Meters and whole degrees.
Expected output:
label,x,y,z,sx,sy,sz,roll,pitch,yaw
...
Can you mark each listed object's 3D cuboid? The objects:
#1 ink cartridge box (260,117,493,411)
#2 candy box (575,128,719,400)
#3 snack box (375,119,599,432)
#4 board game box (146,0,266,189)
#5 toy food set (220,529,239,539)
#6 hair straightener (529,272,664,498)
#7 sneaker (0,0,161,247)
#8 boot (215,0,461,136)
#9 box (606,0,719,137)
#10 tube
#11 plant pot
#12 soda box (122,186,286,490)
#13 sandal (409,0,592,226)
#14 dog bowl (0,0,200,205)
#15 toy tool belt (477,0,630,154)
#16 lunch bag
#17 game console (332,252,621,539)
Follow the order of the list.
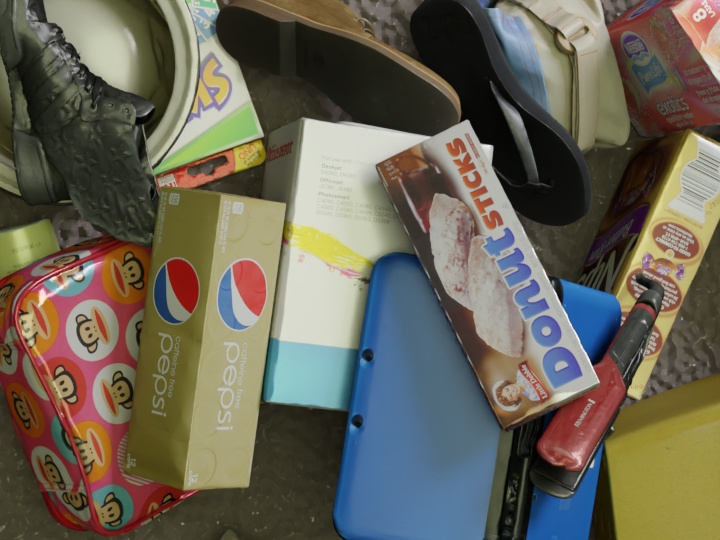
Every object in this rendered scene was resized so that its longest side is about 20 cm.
label,x,y,z,sx,sy,sz,roll,pitch,yaw
ink cartridge box,0.000,0.000,1.260,0.145,0.147,0.202,7,89,-12
candy box,0.214,-0.004,1.316,0.056,0.117,0.201,24,85,-9
snack box,0.083,0.002,1.141,0.072,0.024,0.201,-25,75,-1
board game box,-0.145,-0.163,1.299,0.095,0.030,0.201,-20,95,-9
toy food set,-0.053,0.306,1.301,0.199,0.060,0.144,32,96,-7
hair straightener,0.166,0.079,1.188,0.041,0.077,0.201,21,51,11
sneaker,-0.188,-0.114,1.182,0.103,0.060,0.201,-4,99,4
boot,-0.004,-0.165,1.271,0.199,0.074,0.076,28,47,15
box,0.257,-0.171,1.283,0.102,0.200,0.095,-36,96,-8
tube,-0.225,0.063,1.271,0.058,0.052,0.201,-11,98,28
plant pot,0.268,0.180,1.295,0.175,0.200,0.202,-7,91,1
soda box,-0.107,0.047,1.176,0.068,0.064,0.202,6,92,-50
sandal,0.097,-0.110,1.263,0.201,0.076,0.043,53,40,-13
dog bowl,-0.211,-0.149,1.244,0.198,0.074,0.202,0,94,2
toy tool belt,0.121,-0.171,1.294,0.122,0.125,0.201,-21,112,-4
lunch bag,-0.166,0.073,1.238,0.176,0.082,0.201,-27,104,-36
game console,0.086,0.100,1.200,0.118,0.170,0.202,8,86,34
